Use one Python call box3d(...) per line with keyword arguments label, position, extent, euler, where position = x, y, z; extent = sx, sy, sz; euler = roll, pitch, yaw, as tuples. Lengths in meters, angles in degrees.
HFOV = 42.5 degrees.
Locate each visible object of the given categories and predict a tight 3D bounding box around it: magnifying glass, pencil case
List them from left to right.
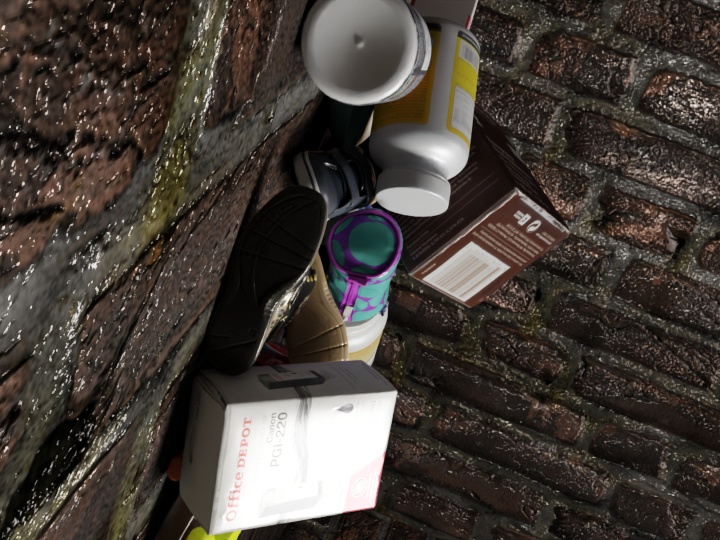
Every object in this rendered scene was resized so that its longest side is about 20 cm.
box3d(label="magnifying glass", position=(-0.179, 0.194, 1.053), extent=(0.200, 0.022, 0.080), euler=(-52, 164, -81))
box3d(label="pencil case", position=(0.000, 0.000, 1.081), extent=(0.200, 0.084, 0.093), euler=(99, 9, -72))

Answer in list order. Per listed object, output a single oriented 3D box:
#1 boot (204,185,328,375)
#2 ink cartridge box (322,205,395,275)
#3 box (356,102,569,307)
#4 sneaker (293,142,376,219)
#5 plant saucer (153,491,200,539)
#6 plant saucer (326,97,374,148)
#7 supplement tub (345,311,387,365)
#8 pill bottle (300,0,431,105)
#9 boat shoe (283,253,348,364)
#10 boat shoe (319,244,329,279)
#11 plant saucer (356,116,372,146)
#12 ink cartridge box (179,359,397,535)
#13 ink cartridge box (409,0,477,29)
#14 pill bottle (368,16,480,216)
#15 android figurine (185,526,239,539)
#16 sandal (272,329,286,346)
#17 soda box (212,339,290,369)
box3d(label="boot", position=(-0.082, 0.000, 0.944), extent=(0.151, 0.073, 0.201), euler=(-46, 161, -76))
box3d(label="ink cartridge box", position=(-0.003, -0.062, 1.212), extent=(0.200, 0.039, 0.100), euler=(34, 55, -61))
box3d(label="box", position=(0.120, -0.094, 1.148), extent=(0.164, 0.201, 0.166), euler=(-39, 147, 19))
box3d(label="sneaker", position=(-0.025, -0.100, 1.014), extent=(0.200, 0.079, 0.079), euler=(-73, 147, -82))
box3d(label="plant saucer", position=(-0.184, 0.262, 1.061), extent=(0.201, 0.032, 0.200), euler=(-58, 176, -6))
box3d(label="plant saucer", position=(0.002, -0.236, 1.098), extent=(0.200, 0.036, 0.201), euler=(21, 90, -86))
box3d(label="supplement tub", position=(-0.036, 0.078, 1.416), extent=(0.200, 0.143, 0.145), euler=(105, 8, -59))
box3d(label="pill bottle", position=(0.013, -0.213, 0.887), extent=(0.200, 0.105, 0.107), euler=(-50, 162, -76))
box3d(label="boat shoe", position=(-0.059, 0.047, 1.061), extent=(0.065, 0.071, 0.202), euler=(-105, 179, -84))
box3d(label="boat shoe", position=(-0.049, -0.028, 1.224), extent=(0.202, 0.072, 0.060), euler=(-61, 177, -36))
box3d(label="plant saucer", position=(0.001, -0.190, 1.347), extent=(0.200, 0.029, 0.201), euler=(22, 90, -85))
box3d(label="ink cartridge box", position=(-0.074, 0.176, 0.953), extent=(0.085, 0.199, 0.147), euler=(33, -62, 55))
box3d(label="ink cartridge box", position=(0.082, -0.262, 1.218), extent=(0.201, 0.082, 0.147), euler=(107, 1, -50))
box3d(label="pill bottle", position=(0.069, -0.168, 1.027), extent=(0.112, 0.111, 0.202), euler=(97, 2, -73))
box3d(label="android figurine", position=(-0.193, 0.346, 1.058), extent=(0.201, 0.041, 0.182), euler=(-56, 174, -32))
box3d(label="sandal", position=(-0.119, 0.123, 1.238), extent=(0.207, 0.059, 0.079), euler=(-46, 180, 32))
box3d(label="soda box", position=(-0.119, 0.120, 1.074), extent=(0.200, 0.070, 0.064), euler=(-1, 116, -85))
